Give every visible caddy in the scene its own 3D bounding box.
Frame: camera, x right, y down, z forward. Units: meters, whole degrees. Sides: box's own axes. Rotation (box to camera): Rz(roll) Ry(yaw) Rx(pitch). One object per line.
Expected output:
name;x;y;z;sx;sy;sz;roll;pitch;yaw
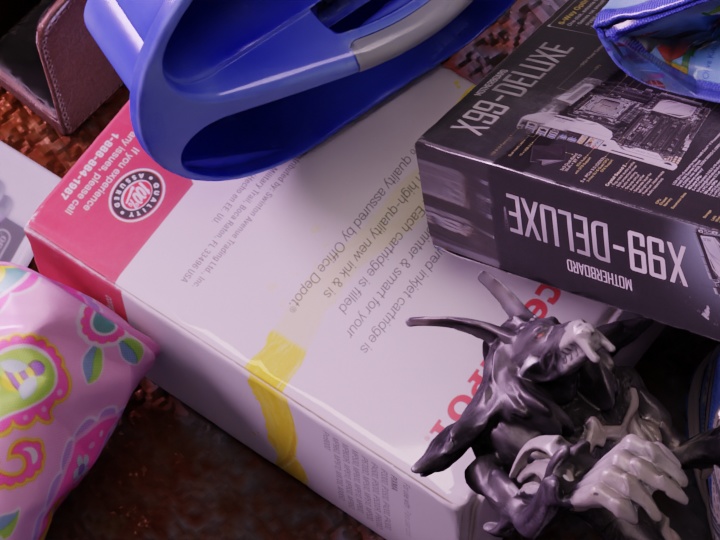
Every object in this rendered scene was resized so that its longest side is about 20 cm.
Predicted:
caddy;-0.008;-0.115;1.016;0.200;0.142;0.105;-34;61;-15

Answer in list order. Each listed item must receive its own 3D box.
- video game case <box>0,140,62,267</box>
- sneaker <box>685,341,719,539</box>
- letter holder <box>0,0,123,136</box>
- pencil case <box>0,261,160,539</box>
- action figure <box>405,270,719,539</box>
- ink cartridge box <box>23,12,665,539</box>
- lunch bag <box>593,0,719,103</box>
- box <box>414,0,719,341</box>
video game case;-0.230;0.003;1.083;0.181;0.023;0.201;32;66;-11
sneaker;0.155;0.103;1.022;0.077;0.085;0.201;-12;64;-4
letter holder;-0.090;-0.180;1.143;0.100;0.142;0.200;38;70;19
pencil case;-0.150;0.089;1.032;0.087;0.087;0.201;23;74;13
action figure;0.101;0.072;0.953;0.119;0.102;0.200;-30;79;-38
ink cartridge box;0.000;0.000;1.081;0.200;0.084;0.145;33;68;18
lunch bag;0.183;-0.111;0.975;0.199;0.094;0.151;-2;34;34
box;0.139;-0.060;1.016;0.157;0.050;0.200;18;46;34
